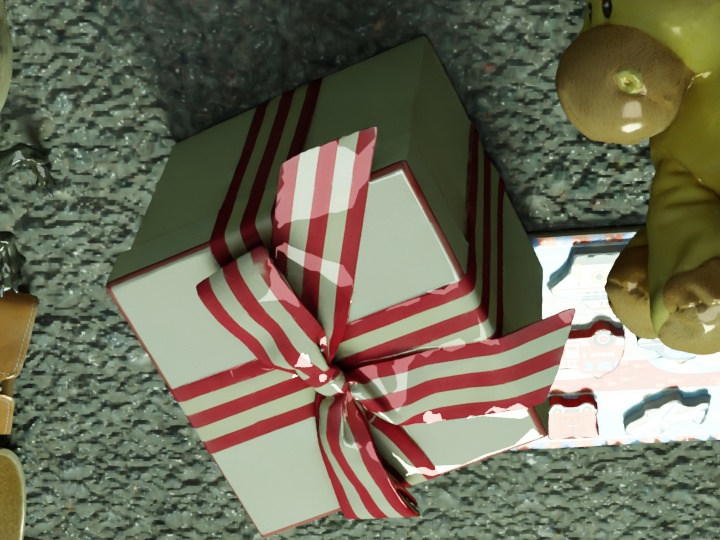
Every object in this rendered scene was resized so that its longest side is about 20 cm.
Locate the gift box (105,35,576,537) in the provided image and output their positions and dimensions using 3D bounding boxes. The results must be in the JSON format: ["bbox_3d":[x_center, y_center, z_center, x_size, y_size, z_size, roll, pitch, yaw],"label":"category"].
[{"bbox_3d":[0.000,0.000,0.904,0.199,0.187,0.185,-26,114,20],"label":"gift box"}]

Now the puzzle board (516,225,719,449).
[{"bbox_3d":[0.120,0.044,1.040,0.198,0.017,0.152,-4,125,5],"label":"puzzle board"}]

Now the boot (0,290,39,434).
[{"bbox_3d":[-0.257,0.008,1.011,0.153,0.074,0.201,8,125,-12],"label":"boot"}]

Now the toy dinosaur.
[{"bbox_3d":[-0.207,-0.041,0.952,0.088,0.047,0.201,28,93,-36],"label":"toy dinosaur"}]

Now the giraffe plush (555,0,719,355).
[{"bbox_3d":[0.164,-0.082,0.859,0.172,0.201,0.162,-20,120,45],"label":"giraffe plush"}]

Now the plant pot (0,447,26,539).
[{"bbox_3d":[-0.327,0.173,1.071,0.198,0.187,0.187,13,126,9],"label":"plant pot"}]
